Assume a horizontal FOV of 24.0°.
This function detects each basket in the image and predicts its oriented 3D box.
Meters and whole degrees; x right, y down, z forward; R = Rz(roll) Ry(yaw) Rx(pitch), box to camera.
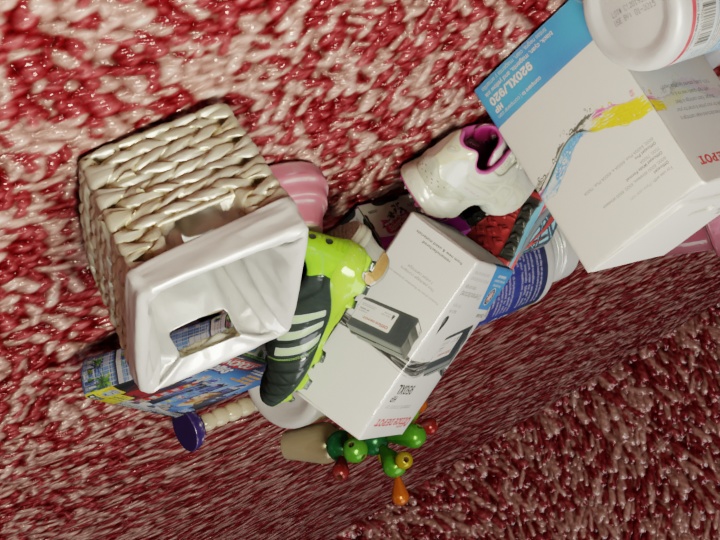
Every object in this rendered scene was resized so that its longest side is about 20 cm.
[{"bbox_3d":[-0.128,-0.016,1.254,0.135,0.124,0.200,-23,161,-16],"label":"basket"}]

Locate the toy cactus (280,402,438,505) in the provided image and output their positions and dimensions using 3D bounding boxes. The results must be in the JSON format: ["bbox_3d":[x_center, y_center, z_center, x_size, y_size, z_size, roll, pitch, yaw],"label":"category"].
[{"bbox_3d":[-0.004,0.194,1.845,0.164,0.103,0.200,-5,-169,19],"label":"toy cactus"}]

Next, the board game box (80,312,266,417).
[{"bbox_3d":[-0.135,0.075,1.599,0.199,0.062,0.200,-19,165,14],"label":"board game box"}]

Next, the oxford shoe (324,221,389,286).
[{"bbox_3d":[-0.039,0.004,1.556,0.200,0.058,0.075,-16,-146,57],"label":"oxford shoe"}]

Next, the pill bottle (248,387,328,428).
[{"bbox_3d":[-0.026,0.102,1.899,0.199,0.115,0.114,-13,157,-51],"label":"pill bottle"}]

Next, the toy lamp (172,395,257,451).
[{"bbox_3d":[-0.125,0.158,2.001,0.199,0.058,0.058,-22,163,-34],"label":"toy lamp"}]

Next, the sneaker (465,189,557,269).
[{"bbox_3d":[0.163,-0.035,1.746,0.200,0.079,0.095,-53,141,-2],"label":"sneaker"}]

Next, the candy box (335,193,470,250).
[{"bbox_3d":[0.000,0.000,1.719,0.136,0.061,0.200,-16,158,-47],"label":"candy box"}]

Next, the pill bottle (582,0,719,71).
[{"bbox_3d":[0.288,-0.238,1.412,0.199,0.109,0.109,-20,162,-36],"label":"pill bottle"}]

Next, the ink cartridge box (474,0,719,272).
[{"bbox_3d":[0.233,-0.124,1.494,0.147,0.201,0.145,-12,156,-50],"label":"ink cartridge box"}]

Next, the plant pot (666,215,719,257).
[{"bbox_3d":[0.322,-0.096,1.831,0.178,0.201,0.200,-18,169,15],"label":"plant pot"}]

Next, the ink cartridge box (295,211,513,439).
[{"bbox_3d":[0.043,0.055,1.594,0.201,0.084,0.144,-56,163,8],"label":"ink cartridge box"}]

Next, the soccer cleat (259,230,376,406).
[{"bbox_3d":[-0.057,0.040,1.481,0.068,0.081,0.200,-77,-166,-50],"label":"soccer cleat"}]

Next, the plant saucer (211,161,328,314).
[{"bbox_3d":[-0.109,-0.018,1.461,0.200,0.051,0.201,-28,165,-8],"label":"plant saucer"}]

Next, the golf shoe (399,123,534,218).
[{"bbox_3d":[0.126,-0.101,1.620,0.199,0.076,0.092,-14,155,-52],"label":"golf shoe"}]

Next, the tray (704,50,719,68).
[{"bbox_3d":[0.316,-0.204,1.600,0.107,0.022,0.200,-15,159,-46],"label":"tray"}]

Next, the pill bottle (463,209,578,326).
[{"bbox_3d":[0.144,-0.008,1.864,0.199,0.120,0.120,-19,162,-37],"label":"pill bottle"}]
